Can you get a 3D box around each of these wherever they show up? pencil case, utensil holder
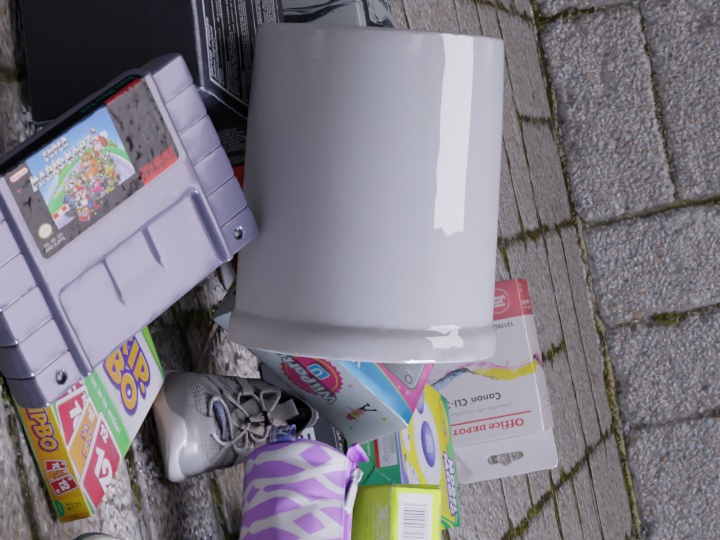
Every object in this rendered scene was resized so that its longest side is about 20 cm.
[{"bbox_3d":[-0.037,0.206,1.415,0.084,0.085,0.200,64,23,-55],"label":"pencil case"},{"bbox_3d":[0.007,-0.051,1.373,0.170,0.170,0.200,-11,105,-76],"label":"utensil holder"}]

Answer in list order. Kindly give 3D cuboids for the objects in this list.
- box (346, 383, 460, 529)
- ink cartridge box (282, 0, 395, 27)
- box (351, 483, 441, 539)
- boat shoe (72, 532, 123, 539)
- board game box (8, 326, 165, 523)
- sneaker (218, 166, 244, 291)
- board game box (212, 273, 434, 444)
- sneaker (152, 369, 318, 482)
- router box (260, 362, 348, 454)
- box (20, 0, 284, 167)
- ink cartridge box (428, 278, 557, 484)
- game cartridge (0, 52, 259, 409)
[{"bbox_3d":[0.038,0.147,1.790,0.200,0.048,0.118,45,37,-68],"label":"box"},{"bbox_3d":[-0.019,-0.206,1.990,0.147,0.083,0.200,28,52,-72],"label":"ink cartridge box"},{"bbox_3d":[-0.015,0.213,1.523,0.048,0.200,0.122,7,79,-31],"label":"box"},{"bbox_3d":[-0.132,0.220,1.294,0.062,0.073,0.200,30,-22,48],"label":"boat shoe"},{"bbox_3d":[-0.162,0.063,1.333,0.200,0.030,0.096,-74,150,-66],"label":"board game box"},{"bbox_3d":[-0.062,-0.031,1.584,0.078,0.115,0.200,-48,141,-18],"label":"sneaker"},{"bbox_3d":[0.000,0.000,1.547,0.148,0.064,0.200,43,51,-22],"label":"board game box"},{"bbox_3d":[-0.086,0.096,1.486,0.200,0.082,0.075,-8,87,-76],"label":"sneaker"},{"bbox_3d":[-0.017,0.160,1.768,0.157,0.052,0.200,-6,85,-76],"label":"router box"},{"bbox_3d":[-0.134,-0.180,1.427,0.198,0.123,0.200,32,49,-73],"label":"box"},{"bbox_3d":[0.130,0.116,2.255,0.067,0.116,0.200,2,77,-77],"label":"ink cartridge box"},{"bbox_3d":[-0.146,-0.028,1.244,0.200,0.038,0.130,-42,121,-41],"label":"game cartridge"}]
